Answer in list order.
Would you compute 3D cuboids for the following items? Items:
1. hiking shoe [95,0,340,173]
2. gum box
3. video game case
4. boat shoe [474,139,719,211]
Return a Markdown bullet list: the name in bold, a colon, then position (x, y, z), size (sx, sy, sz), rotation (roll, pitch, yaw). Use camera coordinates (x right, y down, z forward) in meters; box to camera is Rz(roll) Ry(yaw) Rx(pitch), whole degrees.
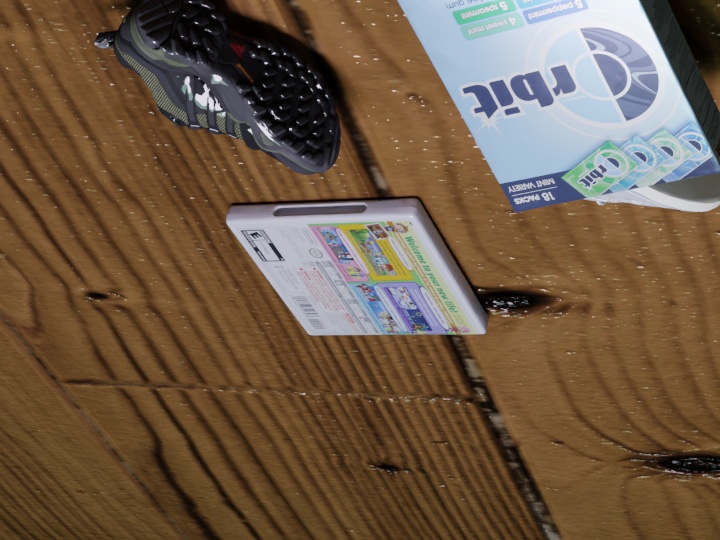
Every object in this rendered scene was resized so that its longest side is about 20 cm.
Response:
- **hiking shoe**: position (-0.104, -0.140, 1.588), size (0.200, 0.076, 0.100), rotation (38, 152, -23)
- **gum box**: position (0.144, -0.142, 1.451), size (0.169, 0.045, 0.201), rotation (-11, 125, 33)
- **video game case**: position (0.000, 0.000, 1.847), size (0.181, 0.022, 0.200), rotation (-1, 147, 24)
- **boat shoe**: position (0.181, -0.088, 1.575), size (0.200, 0.070, 0.072), rotation (20, 151, 0)
